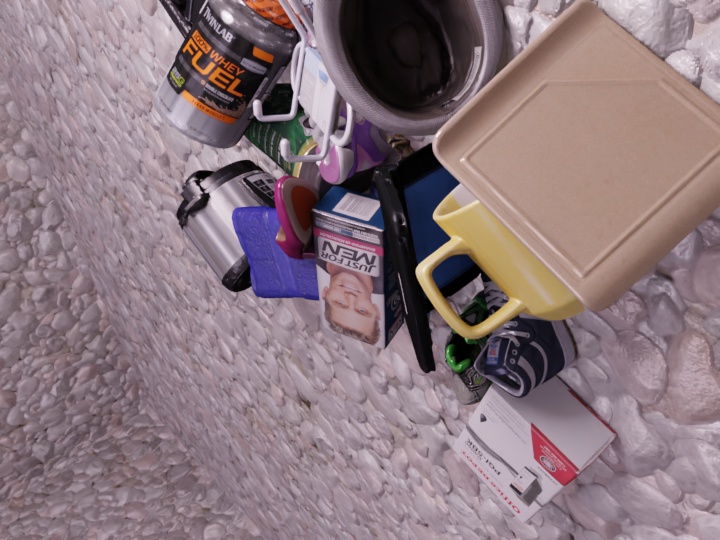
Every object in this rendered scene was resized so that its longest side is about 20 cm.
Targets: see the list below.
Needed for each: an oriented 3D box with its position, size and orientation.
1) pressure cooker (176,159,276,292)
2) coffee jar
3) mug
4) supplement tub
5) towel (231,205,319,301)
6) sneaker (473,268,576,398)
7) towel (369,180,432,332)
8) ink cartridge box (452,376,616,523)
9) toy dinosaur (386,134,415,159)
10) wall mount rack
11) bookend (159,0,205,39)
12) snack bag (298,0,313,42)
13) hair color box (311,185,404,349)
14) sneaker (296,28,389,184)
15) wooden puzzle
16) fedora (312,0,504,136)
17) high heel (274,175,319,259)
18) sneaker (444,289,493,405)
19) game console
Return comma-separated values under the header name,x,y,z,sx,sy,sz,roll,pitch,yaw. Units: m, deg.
name,x,y,z,sx,sy,sz,roll,pitch,yaw
pressure cooker,-0.208,-0.087,1.236,0.200,0.178,0.176,52,155,9
coffee jar,-0.072,-0.169,0.985,0.200,0.104,0.086,47,137,35
mug,0.160,-0.027,0.726,0.186,0.149,0.153,-33,101,21
supplement tub,-0.159,-0.262,0.917,0.123,0.122,0.200,48,118,18
towel,-0.089,-0.028,1.076,0.199,0.050,0.148,2,117,36
sneaker,0.164,0.048,0.845,0.200,0.108,0.070,61,152,-6
towel,0.056,-0.009,1.005,0.147,0.024,0.200,56,163,37
ink cartridge box,0.218,0.225,0.967,0.147,0.083,0.200,45,149,21
toy dinosaur,0.078,-0.095,0.915,0.101,0.058,0.200,54,169,29
wall mount rack,-0.067,-0.219,0.788,0.200,0.074,0.174,-124,37,-49
bookend,-0.193,-0.389,0.977,0.200,0.092,0.199,56,155,6
snack bag,-0.042,-0.315,0.900,0.189,0.021,0.200,51,152,11
hair color box,0.000,0.000,0.940,0.100,0.061,0.200,18,135,22
sneaker,-0.019,-0.202,0.889,0.080,0.088,0.201,139,118,-66
wooden puzzle,0.189,-0.096,0.606,0.200,0.185,0.037,48,-177,14
fedora,0.044,-0.235,0.730,0.200,0.177,0.090,54,-177,-18
high heel,-0.096,-0.064,0.927,0.096,0.068,0.200,16,157,20
sneaker,0.140,0.113,0.977,0.078,0.085,0.200,37,147,33
game console,0.091,-0.023,0.803,0.176,0.116,0.201,-103,-1,-58
